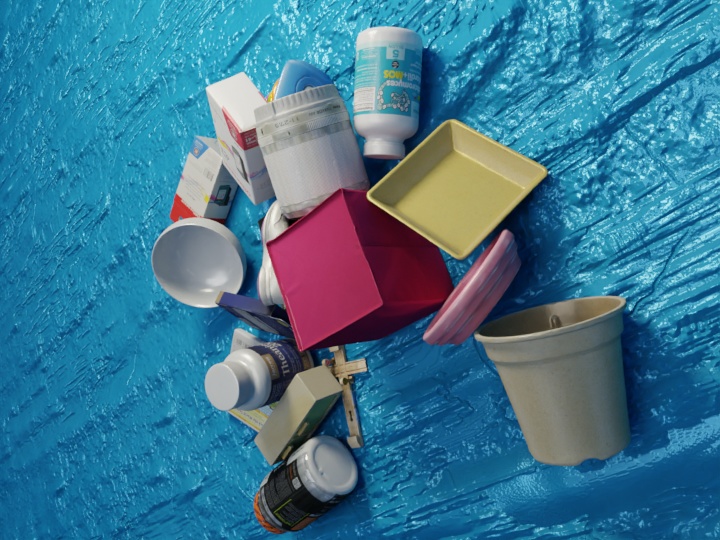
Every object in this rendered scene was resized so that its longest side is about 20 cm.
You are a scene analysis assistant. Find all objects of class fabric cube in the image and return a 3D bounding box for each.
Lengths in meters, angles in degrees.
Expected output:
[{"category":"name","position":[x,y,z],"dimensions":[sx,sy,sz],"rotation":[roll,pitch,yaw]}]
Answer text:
[{"category":"fabric cube","position":[0.000,0.000,1.127],"dimensions":[0.196,0.199,0.201],"rotation":[-31,71,38]}]

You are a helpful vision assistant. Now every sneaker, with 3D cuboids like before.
[{"category":"sneaker","position":[-0.134,-0.032,1.268],"dimensions":[0.099,0.075,0.201],"rotation":[-1,76,8]}]

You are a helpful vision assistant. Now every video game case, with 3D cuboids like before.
[{"category":"video game case","position":[-0.208,0.239,1.429],"dimensions":[0.199,0.023,0.183],"rotation":[21,104,38]}]

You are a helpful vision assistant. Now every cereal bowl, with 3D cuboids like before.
[{"category":"cereal bowl","position":[-0.332,-0.026,1.453],"dimensions":[0.199,0.083,0.201],"rotation":[3,121,6]}]

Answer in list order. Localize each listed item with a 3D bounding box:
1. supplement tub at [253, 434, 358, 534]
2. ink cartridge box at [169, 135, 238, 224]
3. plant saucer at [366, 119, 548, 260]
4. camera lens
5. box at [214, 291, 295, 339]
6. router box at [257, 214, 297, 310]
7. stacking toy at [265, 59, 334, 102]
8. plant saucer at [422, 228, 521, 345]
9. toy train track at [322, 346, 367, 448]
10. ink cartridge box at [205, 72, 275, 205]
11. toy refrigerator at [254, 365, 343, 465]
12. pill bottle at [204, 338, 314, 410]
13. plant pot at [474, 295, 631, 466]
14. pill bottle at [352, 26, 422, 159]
[{"category":"supplement tub","position":[-0.106,0.402,1.277],"dimensions":[0.200,0.122,0.123],"rotation":[-44,64,32]},{"category":"ink cartridge box","position":[-0.336,-0.175,1.500],"dimensions":[0.116,0.067,0.201],"rotation":[39,115,34]},{"category":"plant saucer","position":[0.146,-0.117,1.042],"dimensions":[0.200,0.049,0.200],"rotation":[-44,57,-14]},{"category":"camera lens","position":[-0.081,-0.193,1.161],"dimensions":[0.159,0.160,0.201],"rotation":[-9,103,41]},{"category":"box","position":[-0.176,0.093,1.336],"dimensions":[0.199,0.121,0.033],"rotation":[11,69,41]},{"category":"router box","position":[-0.113,-0.035,1.320],"dimensions":[0.149,0.051,0.201],"rotation":[-28,73,40]},{"category":"stacking toy","position":[-0.143,-0.314,1.323],"dimensions":[0.200,0.116,0.110],"rotation":[-6,65,57]},{"category":"plant saucer","position":[0.168,0.033,1.000],"dimensions":[0.051,0.201,0.201],"rotation":[37,117,4]},{"category":"toy train track","position":[-0.032,0.226,1.268],"dimensions":[0.114,0.032,0.201],"rotation":[-19,79,40]},{"category":"ink cartridge box","position":[-0.212,-0.247,1.314],"dimensions":[0.148,0.085,0.200],"rotation":[51,157,29]},{"category":"toy refrigerator","position":[-0.115,0.273,1.279],"dimensions":[0.070,0.076,0.200],"rotation":[49,125,24]},{"category":"pill bottle","position":[-0.184,0.192,1.262],"dimensions":[0.110,0.200,0.112],"rotation":[3,96,32]},{"category":"plant pot","position":[0.271,0.148,0.916],"dimensions":[0.200,0.200,0.185],"rotation":[-13,93,40]},{"category":"pill bottle","position":[0.044,-0.289,1.141],"dimensions":[0.110,0.110,0.201],"rotation":[6,95,41]}]
